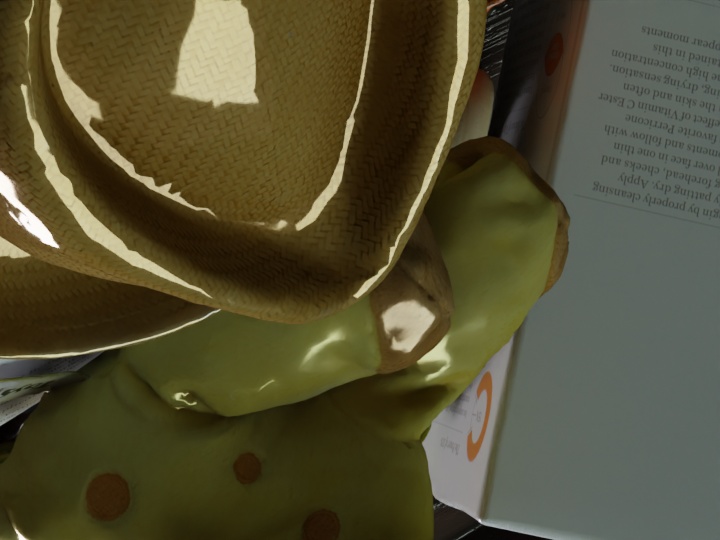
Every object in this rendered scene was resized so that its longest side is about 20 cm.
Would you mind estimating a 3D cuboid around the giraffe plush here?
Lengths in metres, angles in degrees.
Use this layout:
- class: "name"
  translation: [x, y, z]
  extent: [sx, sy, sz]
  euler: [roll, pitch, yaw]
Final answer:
- class: "giraffe plush"
  translation: [-0.006, 0.080, 0.669]
  extent: [0.199, 0.163, 0.173]
  euler: [-23, 166, -39]

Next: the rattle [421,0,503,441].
- class: "rattle"
  translation: [-0.015, -0.041, 0.805]
  extent: [0.130, 0.142, 0.201]
  euler: [-56, 164, -38]

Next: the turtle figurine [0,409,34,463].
- class: "turtle figurine"
  translation: [-0.153, 0.147, 0.940]
  extent: [0.192, 0.202, 0.144]
  euler: [-12, -170, -2]

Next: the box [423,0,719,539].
- class: "box"
  translation: [0.092, -0.010, 0.827]
  extent: [0.097, 0.202, 0.124]
  euler: [12, 179, -8]

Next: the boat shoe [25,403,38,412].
- class: "boat shoe"
  translation: [-0.047, -0.001, 0.907]
  extent: [0.199, 0.068, 0.072]
  euler: [-31, 171, -8]

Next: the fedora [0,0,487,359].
- class: "fedora"
  translation: [-0.034, -0.050, 0.451]
  extent: [0.199, 0.082, 0.202]
  euler: [-20, 132, -24]

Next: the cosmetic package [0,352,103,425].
- class: "cosmetic package"
  translation: [-0.081, -0.034, 0.617]
  extent: [0.112, 0.081, 0.200]
  euler: [-32, 168, -12]
